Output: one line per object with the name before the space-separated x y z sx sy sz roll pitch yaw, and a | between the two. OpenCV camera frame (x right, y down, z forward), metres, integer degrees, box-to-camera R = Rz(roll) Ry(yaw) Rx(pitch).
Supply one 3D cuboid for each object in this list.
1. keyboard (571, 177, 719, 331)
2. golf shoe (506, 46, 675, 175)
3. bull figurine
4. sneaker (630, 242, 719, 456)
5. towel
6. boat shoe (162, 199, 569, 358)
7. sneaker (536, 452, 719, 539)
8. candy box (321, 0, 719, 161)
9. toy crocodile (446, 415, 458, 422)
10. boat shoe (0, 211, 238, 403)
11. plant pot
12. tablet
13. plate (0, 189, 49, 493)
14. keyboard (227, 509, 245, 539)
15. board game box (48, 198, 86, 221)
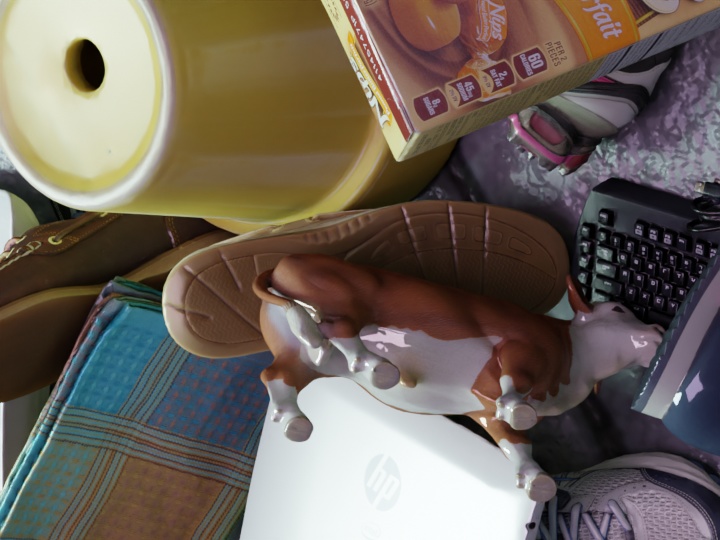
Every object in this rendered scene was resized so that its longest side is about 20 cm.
keyboard | 0.177 0.006 1.327 0.200 0.040 0.104 18 112 34
golf shoe | 0.056 -0.137 1.334 0.200 0.073 0.092 38 113 -18
bull figurine | 0.046 0.043 1.332 0.200 0.121 0.065 10 118 -6
sneaker | 0.202 -0.005 1.260 0.082 0.070 0.200 32 89 5
towel | -0.114 0.107 1.494 0.200 0.147 0.022 -61 39 15
boat shoe | 0.000 0.000 1.405 0.069 0.200 0.074 -135 41 -78
sneaker | 0.090 0.132 1.396 0.200 0.085 0.077 -2 99 39
candy box | 0.084 -0.141 1.272 0.116 0.200 0.055 65 168 7
toy crocodile | -0.008 0.092 1.482 0.068 0.062 0.200 44 124 23
boat shoe | -0.151 0.009 1.470 0.070 0.200 0.070 46 138 27
plant pot | -0.076 -0.108 1.410 0.201 0.189 0.201 9 105 37
tablet | 0.011 0.123 1.406 0.200 0.014 0.130 28 110 46
plate | -0.201 0.052 1.589 0.200 0.032 0.200 -166 77 -72
keyboard | -0.115 0.086 1.583 0.104 0.040 0.200 -20 91 21
board game box | -0.157 -0.110 1.583 0.105 0.023 0.200 -30 82 42
